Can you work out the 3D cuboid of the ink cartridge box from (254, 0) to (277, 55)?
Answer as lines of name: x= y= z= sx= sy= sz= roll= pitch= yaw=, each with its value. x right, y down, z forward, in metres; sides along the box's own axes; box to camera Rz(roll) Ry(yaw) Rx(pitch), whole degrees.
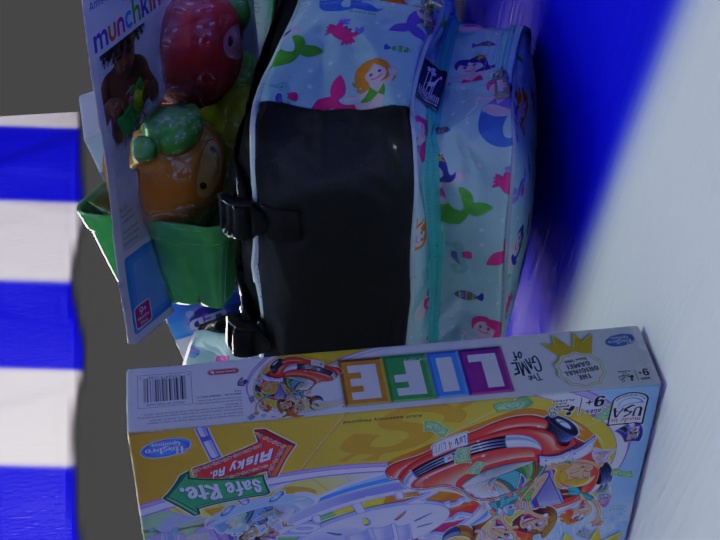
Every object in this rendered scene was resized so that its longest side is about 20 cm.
ink cartridge box: x=-0.062 y=-0.215 z=0.901 sx=0.200 sy=0.043 sz=0.197 roll=106 pitch=176 yaw=-45

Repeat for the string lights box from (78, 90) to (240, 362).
string lights box: x=-0.100 y=-0.035 z=0.875 sx=0.059 sy=0.103 sz=0.200 roll=-112 pitch=4 yaw=-51

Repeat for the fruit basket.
fruit basket: x=-0.084 y=-0.088 z=0.707 sx=0.185 sy=0.094 sz=0.200 roll=-56 pitch=-25 yaw=-54

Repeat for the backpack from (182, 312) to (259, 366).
backpack: x=-0.026 y=0.103 z=0.845 sx=0.167 sy=0.200 sz=0.127 roll=117 pitch=171 yaw=-73

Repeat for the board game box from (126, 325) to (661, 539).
board game box: x=0.012 y=0.089 z=0.543 sx=0.034 sy=0.199 sz=0.135 roll=-101 pitch=9 yaw=-48

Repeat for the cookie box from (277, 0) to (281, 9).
cookie box: x=0.001 y=-0.233 z=0.815 sx=0.171 sy=0.075 sz=0.200 roll=111 pitch=170 yaw=-77

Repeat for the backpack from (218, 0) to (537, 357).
backpack: x=0.012 y=-0.059 z=0.661 sx=0.200 sy=0.150 sz=0.178 roll=-89 pitch=-1 yaw=-49
